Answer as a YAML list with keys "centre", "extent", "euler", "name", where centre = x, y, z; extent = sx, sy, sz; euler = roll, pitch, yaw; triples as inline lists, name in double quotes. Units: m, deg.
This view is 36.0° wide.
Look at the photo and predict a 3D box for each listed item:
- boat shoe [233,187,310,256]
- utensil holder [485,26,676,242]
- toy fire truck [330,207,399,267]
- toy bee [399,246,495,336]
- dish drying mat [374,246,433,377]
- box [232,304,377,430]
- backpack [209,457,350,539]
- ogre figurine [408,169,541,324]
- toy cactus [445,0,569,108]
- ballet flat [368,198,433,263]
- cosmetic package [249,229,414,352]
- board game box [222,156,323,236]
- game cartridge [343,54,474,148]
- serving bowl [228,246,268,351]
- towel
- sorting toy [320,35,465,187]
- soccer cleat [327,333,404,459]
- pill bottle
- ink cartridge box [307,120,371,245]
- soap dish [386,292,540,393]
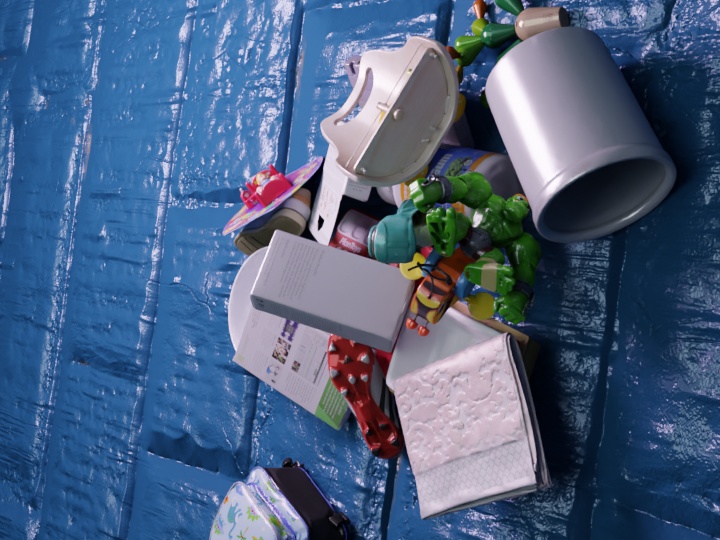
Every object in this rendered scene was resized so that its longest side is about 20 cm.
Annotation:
- centre: [-0.135, -0.073, 1.783]
  extent: [0.200, 0.075, 0.069]
  euler: [-23, 36, 54]
  name: "boat shoe"
- centre: [0.253, -0.162, 1.310]
  extent: [0.170, 0.170, 0.200]
  euler: [-40, 56, 36]
  name: "utensil holder"
- centre: [0.000, 0.000, 1.597]
  extent: [0.168, 0.112, 0.200]
  euler: [-59, 35, -3]
  name: "toy fire truck"
- centre: [0.094, 0.022, 1.395]
  extent: [0.131, 0.200, 0.109]
  euler: [41, 116, 36]
  name: "toy bee"
- centre: [0.077, 0.064, 1.572]
  extent: [0.077, 0.018, 0.200]
  euler: [40, 112, 43]
  name: "dish drying mat"
- centre: [-0.085, 0.127, 1.636]
  extent: [0.200, 0.036, 0.145]
  euler: [33, 125, 15]
  name: "box"
- centre: [-0.137, 0.413, 1.654]
  extent: [0.183, 0.147, 0.200]
  euler: [41, 116, 44]
  name: "backpack"
- centre: [0.148, -0.045, 1.329]
  extent: [0.200, 0.120, 0.098]
  euler: [36, 134, 8]
  name: "ogre figurine"
- centre: [0.190, -0.323, 1.466]
  extent: [0.165, 0.102, 0.201]
  euler: [-6, 71, 36]
  name: "toy cactus"
- centre: [0.069, -0.046, 1.367]
  extent: [0.070, 0.200, 0.068]
  euler: [5, 105, 16]
  name: "ballet flat"
- centre: [-0.036, 0.028, 1.472]
  extent: [0.199, 0.074, 0.102]
  euler: [19, 73, 6]
  name: "cosmetic package"
- centre: [-0.151, -0.131, 1.748]
  extent: [0.200, 0.158, 0.039]
  euler: [-25, 110, 40]
  name: "board game box"
- centre: [0.069, -0.234, 1.560]
  extent: [0.038, 0.130, 0.200]
  euler: [-44, 39, -23]
  name: "game cartridge"
- centre: [-0.123, 0.063, 1.748]
  extent: [0.200, 0.066, 0.201]
  euler: [-9, 78, 46]
  name: "serving bowl"
- centre: [0.130, 0.196, 1.369]
  extent: [0.200, 0.032, 0.192]
  euler: [-27, 67, 39]
  name: "towel"
- centre: [0.027, -0.213, 1.461]
  extent: [0.180, 0.107, 0.200]
  euler: [35, 94, 46]
  name: "sorting toy"
- centre: [0.009, 0.166, 1.544]
  extent: [0.068, 0.085, 0.200]
  euler: [-24, 91, 10]
  name: "soccer cleat"
- centre: [0.114, -0.113, 1.489]
  extent: [0.200, 0.112, 0.112]
  euler: [17, 97, 46]
  name: "pill bottle"
- centre: [-0.024, -0.125, 1.621]
  extent: [0.200, 0.043, 0.174]
  euler: [-128, 52, -74]
  name: "ink cartridge box"
- centre: [0.135, 0.124, 1.455]
  extent: [0.200, 0.081, 0.158]
  euler: [27, 104, 45]
  name: "soap dish"
